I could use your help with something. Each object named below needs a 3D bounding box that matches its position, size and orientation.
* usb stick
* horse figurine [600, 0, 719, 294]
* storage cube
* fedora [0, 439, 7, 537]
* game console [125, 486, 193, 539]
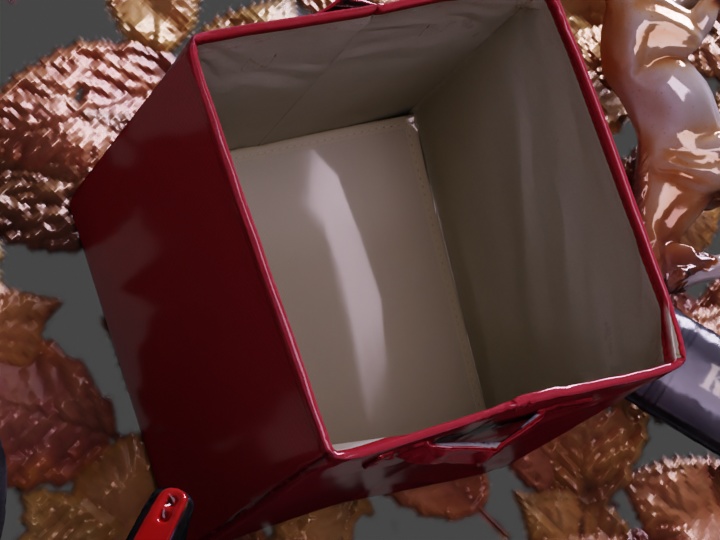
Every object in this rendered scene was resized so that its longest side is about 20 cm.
[{"bbox_3d":[0.183,0.067,1.087,0.200,0.033,0.055,31,61,4],"label":"usb stick"},{"bbox_3d":[0.171,-0.093,1.147,0.133,0.050,0.200,-17,87,-11],"label":"horse figurine"},{"bbox_3d":[0.000,0.000,0.970,0.171,0.180,0.200,-13,76,-27],"label":"storage cube"},{"bbox_3d":[-0.233,0.074,0.867,0.201,0.092,0.201,-1,104,-6],"label":"fedora"},{"bbox_3d":[-0.107,0.188,0.845,0.031,0.200,0.177,26,62,4],"label":"game console"}]
